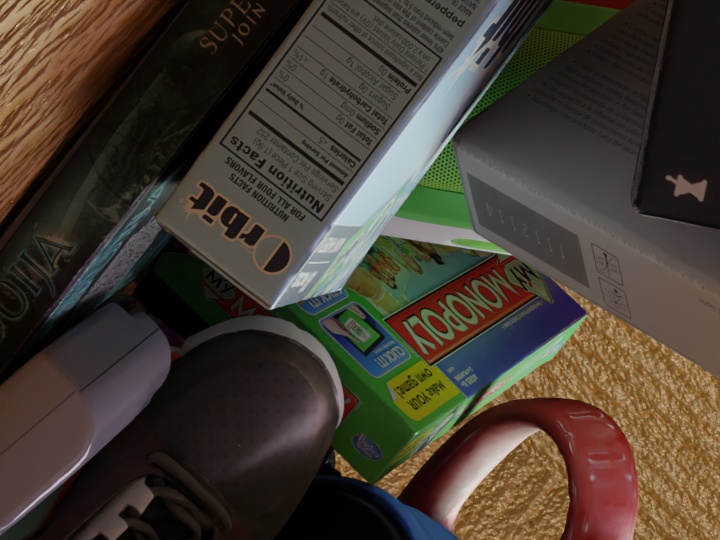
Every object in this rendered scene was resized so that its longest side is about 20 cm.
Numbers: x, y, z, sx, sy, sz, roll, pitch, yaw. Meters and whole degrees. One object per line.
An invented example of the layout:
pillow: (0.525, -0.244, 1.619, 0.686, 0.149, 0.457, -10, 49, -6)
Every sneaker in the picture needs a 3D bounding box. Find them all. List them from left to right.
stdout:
sneaker: (-0.079, 0.100, 0.912, 0.200, 0.077, 0.082, -45, -166, 0)

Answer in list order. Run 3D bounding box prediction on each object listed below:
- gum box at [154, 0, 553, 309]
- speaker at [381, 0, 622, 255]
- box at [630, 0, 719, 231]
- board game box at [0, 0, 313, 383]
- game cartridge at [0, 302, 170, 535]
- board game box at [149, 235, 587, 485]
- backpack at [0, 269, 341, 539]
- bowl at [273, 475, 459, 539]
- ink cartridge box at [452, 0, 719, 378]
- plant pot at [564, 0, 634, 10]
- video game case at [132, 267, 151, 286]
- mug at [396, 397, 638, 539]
gum box: (0.028, -0.083, 0.824, 0.200, 0.044, 0.170, -53, 176, 4)
speaker: (0.068, -0.046, 0.963, 0.088, 0.199, 0.089, 9, 90, -89)
box: (0.156, -0.138, 0.759, 0.201, 0.122, 0.199, 95, 10, -47)
board game box: (-0.043, -0.059, 0.850, 0.200, 0.028, 0.135, -50, 178, 23)
game cartridge: (-0.147, 0.090, 0.854, 0.200, 0.042, 0.133, -40, -175, 11)
board game box: (0.000, 0.000, 1.044, 0.029, 0.135, 0.200, -51, 171, 22)
backpack: (-0.098, 0.091, 1.102, 0.200, 0.126, 0.167, -48, 167, -4)
bowl: (-0.045, 0.153, 0.937, 0.200, 0.039, 0.201, -29, -147, 21)
ink cartridge box: (0.157, -0.036, 0.846, 0.176, 0.200, 0.045, -37, 135, -22)
plant pot: (0.120, -0.095, 1.102, 0.200, 0.182, 0.201, 25, 90, -83)
video game case: (-0.015, -0.074, 1.229, 0.181, 0.025, 0.200, -50, 178, 14)
mug: (0.053, 0.144, 1.032, 0.178, 0.133, 0.200, -60, -154, -10)
